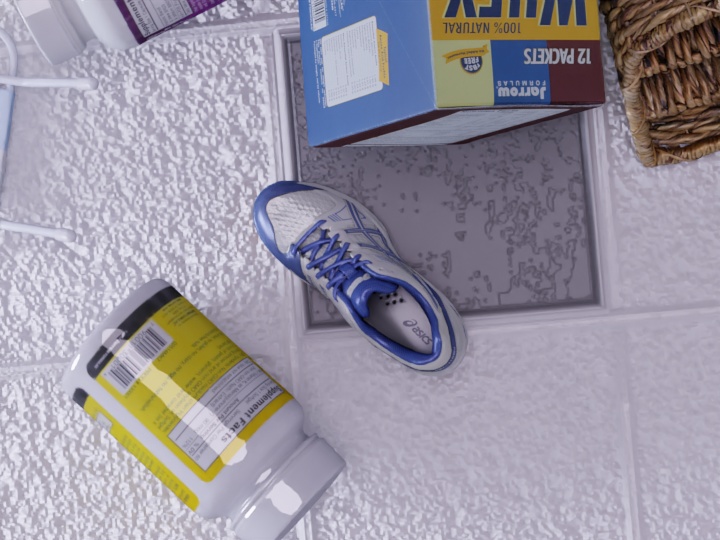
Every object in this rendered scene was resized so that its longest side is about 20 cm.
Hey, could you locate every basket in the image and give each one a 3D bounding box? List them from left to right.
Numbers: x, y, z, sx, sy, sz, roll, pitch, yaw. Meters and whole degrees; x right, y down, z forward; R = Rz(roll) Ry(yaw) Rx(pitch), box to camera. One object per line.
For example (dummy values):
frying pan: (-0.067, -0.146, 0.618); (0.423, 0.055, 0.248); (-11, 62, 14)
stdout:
basket: (0.280, -0.171, 1.380); (0.199, 0.143, 0.150); (-14, 86, 6)

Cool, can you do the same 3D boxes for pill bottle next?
pill bottle: (-0.159, -0.233, 1.429); (0.199, 0.112, 0.113); (-26, 86, 0)
pill bottle: (-0.115, 0.111, 1.430); (0.200, 0.114, 0.114); (42, 93, 6)

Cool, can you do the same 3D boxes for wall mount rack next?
wall mount rack: (-0.285, -0.093, 1.474); (0.173, 0.075, 0.201); (8, 90, 6)

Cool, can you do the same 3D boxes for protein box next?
protein box: (0.056, -0.198, 1.358); (0.134, 0.200, 0.200); (-4, 88, -27)

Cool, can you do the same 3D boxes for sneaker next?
sneaker: (0.000, 0.000, 1.434); (0.200, 0.088, 0.075); (38, 94, 7)
